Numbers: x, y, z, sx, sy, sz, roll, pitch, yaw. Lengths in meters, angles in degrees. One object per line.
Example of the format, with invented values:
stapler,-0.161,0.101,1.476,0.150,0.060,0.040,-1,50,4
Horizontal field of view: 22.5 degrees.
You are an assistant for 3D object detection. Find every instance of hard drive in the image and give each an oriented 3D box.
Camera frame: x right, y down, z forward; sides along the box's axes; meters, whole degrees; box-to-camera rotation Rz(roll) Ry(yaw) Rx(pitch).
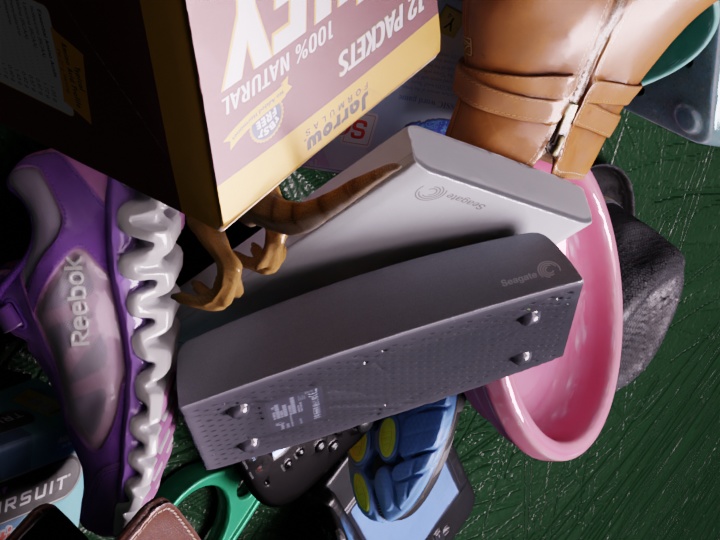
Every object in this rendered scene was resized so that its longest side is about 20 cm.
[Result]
hard drive,0.000,0.000,0.913,0.132,0.027,0.200,15,142,-44
hard drive,0.007,0.040,0.903,0.200,0.042,0.135,-17,161,-5

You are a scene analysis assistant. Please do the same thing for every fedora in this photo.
fedora,0.169,0.025,1.301,0.201,0.092,0.201,-36,140,-38

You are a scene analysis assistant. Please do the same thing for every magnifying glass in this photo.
magnifying glass,-0.067,0.122,1.092,0.200,0.022,0.080,-39,140,-32

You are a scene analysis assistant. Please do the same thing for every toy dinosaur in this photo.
toy dinosaur,-0.051,-0.034,0.758,0.060,0.200,0.106,-15,125,-21

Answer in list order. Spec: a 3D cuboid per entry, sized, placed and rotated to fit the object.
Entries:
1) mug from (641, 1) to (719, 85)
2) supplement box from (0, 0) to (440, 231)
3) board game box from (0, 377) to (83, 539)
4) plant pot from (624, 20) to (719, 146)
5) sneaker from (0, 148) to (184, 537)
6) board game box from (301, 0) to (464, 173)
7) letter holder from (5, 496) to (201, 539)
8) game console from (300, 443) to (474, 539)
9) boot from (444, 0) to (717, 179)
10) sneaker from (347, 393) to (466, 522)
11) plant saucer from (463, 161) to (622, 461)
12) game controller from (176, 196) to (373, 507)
mug,0.115,-0.178,1.036,0.152,0.185,0.114,11,63,-25
supplement box,-0.092,-0.157,0.675,0.133,0.200,0.197,-42,143,-33
board game box,-0.210,0.167,0.880,0.151,0.047,0.200,-18,127,-50
plant pot,0.241,-0.189,1.172,0.200,0.196,0.196,-33,138,-33
sneaker,-0.129,0.027,0.850,0.080,0.088,0.200,-91,-177,-77
board game box,-0.003,-0.147,0.887,0.200,0.041,0.200,8,108,-28
letter holder,-0.139,0.187,0.861,0.142,0.101,0.200,-49,146,-27
game console,0.044,0.196,1.217,0.176,0.116,0.200,-51,147,-20
boot,0.137,-0.117,0.904,0.200,0.077,0.155,2,109,-34
sneaker,0.053,0.070,1.145,0.083,0.071,0.200,45,57,-46
plant saucer,0.105,0.018,1.127,0.201,0.051,0.201,11,77,-60
game controller,-0.050,0.049,1.023,0.104,0.042,0.200,-50,138,-25
